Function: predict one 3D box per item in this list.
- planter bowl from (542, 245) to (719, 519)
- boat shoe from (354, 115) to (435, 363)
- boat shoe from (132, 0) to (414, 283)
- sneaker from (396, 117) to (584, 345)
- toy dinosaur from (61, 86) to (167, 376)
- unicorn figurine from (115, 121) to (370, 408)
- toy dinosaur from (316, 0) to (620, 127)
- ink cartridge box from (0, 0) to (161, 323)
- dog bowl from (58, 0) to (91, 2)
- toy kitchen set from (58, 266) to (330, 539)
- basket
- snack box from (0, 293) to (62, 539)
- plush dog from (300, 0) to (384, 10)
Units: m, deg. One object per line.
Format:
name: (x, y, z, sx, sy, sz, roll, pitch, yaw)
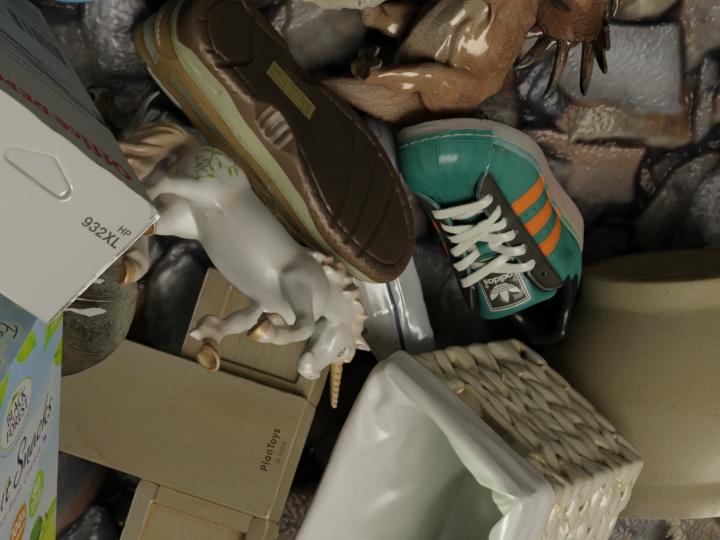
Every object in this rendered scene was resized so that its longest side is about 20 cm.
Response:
planter bowl: (0.194, 0.060, 1.797, 0.199, 0.200, 0.135, -7, 99, -22)
boat shoe: (0.000, 0.000, 1.728, 0.066, 0.074, 0.201, -12, 120, 0)
boat shoe: (-0.049, -0.070, 1.628, 0.200, 0.076, 0.072, 54, 48, -22)
sneaker: (0.080, -0.021, 1.700, 0.071, 0.080, 0.200, -13, 153, 23)
toy dinosaur: (-0.160, 0.004, 1.611, 0.102, 0.077, 0.201, 3, 105, 4)
unicorn figurine: (-0.058, 0.001, 1.572, 0.074, 0.137, 0.201, -23, 100, 30)
toy dinosaur: (0.064, -0.126, 1.652, 0.200, 0.086, 0.136, -37, 139, 10)
ink cartridge box: (-0.201, -0.087, 1.463, 0.084, 0.200, 0.145, -44, 131, 9)
dog bowl: (-0.170, -0.210, 1.490, 0.111, 0.050, 0.200, -42, 131, 7)
toy kitchen set: (-0.111, 0.103, 1.748, 0.163, 0.180, 0.201, 18, 84, 8)
basket: (0.059, 0.152, 1.723, 0.123, 0.136, 0.201, -13, 137, -43)
snack box: (-0.211, 0.122, 1.556, 0.067, 0.169, 0.201, 11, 126, 9)
plush dog: (0.009, -0.207, 1.514, 0.199, 0.161, 0.172, -1, 131, -27)
